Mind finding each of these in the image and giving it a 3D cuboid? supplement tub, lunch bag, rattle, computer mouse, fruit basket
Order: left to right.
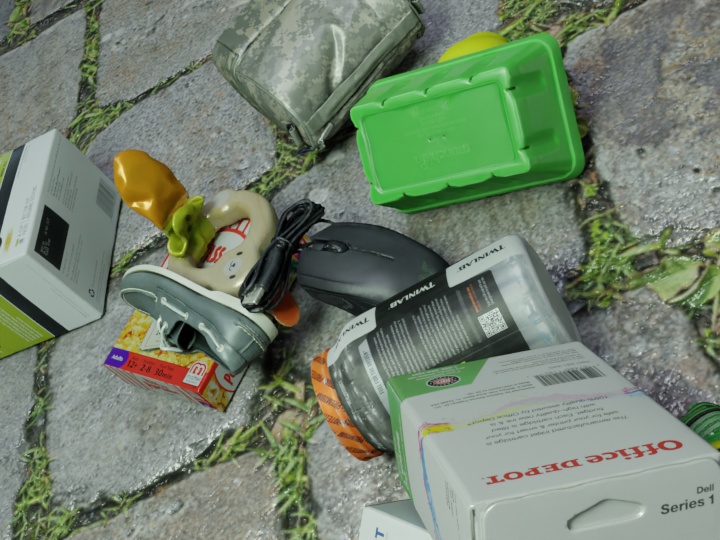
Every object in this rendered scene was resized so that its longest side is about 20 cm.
[{"bbox_3d":[-0.136,-0.040,1.028,0.130,0.143,0.200,-27,35,-13],"label":"rattle"},{"bbox_3d":[-0.042,-0.237,1.180,0.200,0.139,0.168,-47,42,-5],"label":"lunch bag"},{"bbox_3d":[0.000,0.000,0.960,0.199,0.053,0.139,19,54,14],"label":"computer mouse"},{"bbox_3d":[0.068,0.067,0.865,0.199,0.123,0.123,-28,44,13],"label":"supplement tub"},{"bbox_3d":[0.108,-0.147,1.027,0.214,0.156,0.216,-14,7,2],"label":"fruit basket"}]

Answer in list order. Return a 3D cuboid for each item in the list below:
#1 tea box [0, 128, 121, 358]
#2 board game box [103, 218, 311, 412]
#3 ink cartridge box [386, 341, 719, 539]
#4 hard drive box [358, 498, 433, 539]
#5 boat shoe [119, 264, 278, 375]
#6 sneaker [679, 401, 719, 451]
[{"bbox_3d":[-0.408,-0.025,1.281,0.196,0.134,0.201,-19,47,22],"label":"tea box"},{"bbox_3d":[-0.156,0.035,1.111,0.151,0.046,0.201,8,62,39],"label":"board game box"},{"bbox_3d":[0.110,0.122,0.660,0.144,0.084,0.200,-10,16,-9],"label":"ink cartridge box"},{"bbox_3d":[0.086,0.251,0.690,0.199,0.077,0.157,11,94,42],"label":"hard drive box"},{"bbox_3d":[-0.169,0.047,1.024,0.199,0.073,0.062,16,63,36],"label":"boat shoe"},{"bbox_3d":[0.189,0.169,0.743,0.200,0.078,0.085,-37,19,10],"label":"sneaker"}]
